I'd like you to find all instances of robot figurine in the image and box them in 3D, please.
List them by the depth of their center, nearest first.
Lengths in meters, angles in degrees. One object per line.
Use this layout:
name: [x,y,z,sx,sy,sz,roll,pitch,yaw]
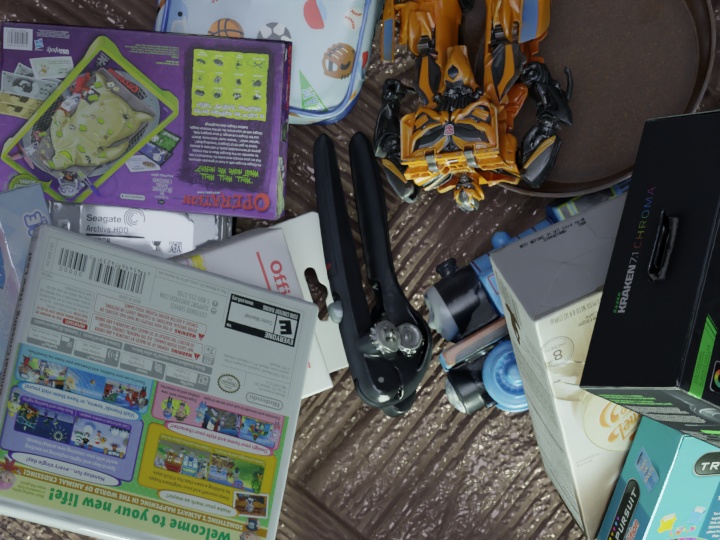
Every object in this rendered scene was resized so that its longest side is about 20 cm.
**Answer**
robot figurine: [0.070,-0.139,1.708,0.144,0.058,0.201,-7,69,25]

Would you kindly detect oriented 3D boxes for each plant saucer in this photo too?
plant saucer: [0.147,-0.140,1.725,0.199,0.034,0.202,-8,70,21]

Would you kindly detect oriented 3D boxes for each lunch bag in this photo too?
lunch bag: [-0.062,-0.205,1.748,0.159,0.076,0.202,10,91,5]

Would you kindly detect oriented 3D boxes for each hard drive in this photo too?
hard drive: [-0.157,0.015,1.770,0.139,0.038,0.202,3,89,2]

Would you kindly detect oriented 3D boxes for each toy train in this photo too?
toy train: [0.134,0.016,1.734,0.199,0.087,0.115,-29,84,-1]

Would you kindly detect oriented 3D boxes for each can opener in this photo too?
can opener: [0.000,0.000,1.740,0.063,0.079,0.201,-7,76,-29]

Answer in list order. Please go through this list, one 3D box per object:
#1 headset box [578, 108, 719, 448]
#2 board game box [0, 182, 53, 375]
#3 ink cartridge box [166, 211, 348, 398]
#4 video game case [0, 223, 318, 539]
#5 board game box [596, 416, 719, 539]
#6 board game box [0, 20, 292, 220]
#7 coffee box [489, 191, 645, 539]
headset box: [0.239,0.015,1.528,0.199,0.093,0.175,24,75,-32]
board game box: [-0.244,0.060,1.702,0.043,0.199,0.201,-16,90,-35]
ink cartridge box: [-0.095,0.042,1.714,0.199,0.068,0.116,-20,95,-14]
video game case: [-0.133,0.084,1.628,0.199,0.022,0.183,17,75,-24]
board game box: [0.233,0.168,1.669,0.150,0.047,0.201,-1,125,-26]
board game box: [-0.146,-0.102,1.717,0.198,0.032,0.121,6,96,11]
coffee box: [0.164,0.061,1.643,0.114,0.080,0.201,-23,130,-7]
